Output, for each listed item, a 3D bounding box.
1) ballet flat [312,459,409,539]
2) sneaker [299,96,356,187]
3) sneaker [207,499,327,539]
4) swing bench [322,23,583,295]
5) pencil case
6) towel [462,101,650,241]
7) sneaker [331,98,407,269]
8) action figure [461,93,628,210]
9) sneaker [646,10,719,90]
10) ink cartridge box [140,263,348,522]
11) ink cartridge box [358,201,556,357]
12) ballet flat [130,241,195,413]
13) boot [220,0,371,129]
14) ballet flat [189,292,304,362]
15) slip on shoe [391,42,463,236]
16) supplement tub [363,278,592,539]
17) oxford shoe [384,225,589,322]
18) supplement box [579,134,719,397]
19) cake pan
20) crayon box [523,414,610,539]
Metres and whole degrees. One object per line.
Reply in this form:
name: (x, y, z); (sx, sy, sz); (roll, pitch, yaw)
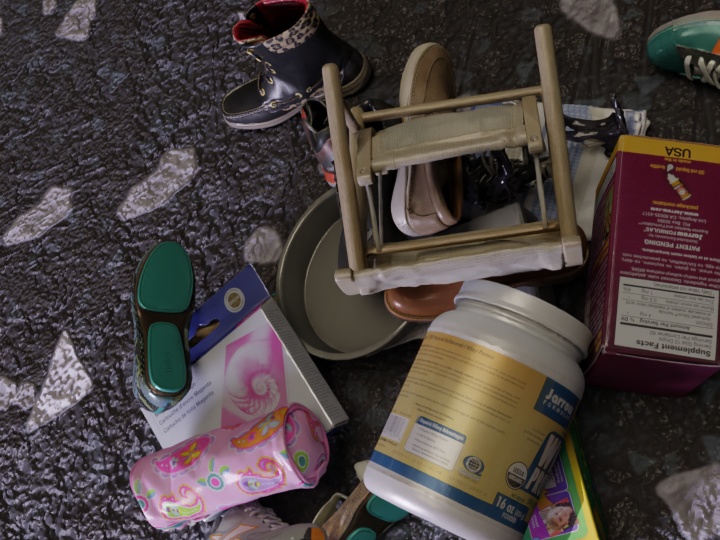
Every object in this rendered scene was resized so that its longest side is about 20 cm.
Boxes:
ballet flat: (0.003, 0.230, 0.988); (0.200, 0.068, 0.067); (-46, 42, 1)
sneaker: (-0.030, -0.167, 1.119); (0.077, 0.082, 0.200); (-31, 28, 4)
sneaker: (-0.102, 0.261, 0.987); (0.200, 0.076, 0.092); (-30, 46, 44)
swing bench: (0.081, -0.081, 0.868); (0.198, 0.130, 0.201); (-7, 78, 11)
pencil case: (-0.129, 0.196, 0.985); (0.199, 0.087, 0.088); (-23, 61, 23)
towel: (0.191, -0.109, 1.058); (0.199, 0.024, 0.147); (11, 77, 31)
sneaker: (0.003, -0.077, 0.997); (0.076, 0.091, 0.201); (-2, 72, 36)
action figure: (0.163, -0.125, 0.999); (0.199, 0.119, 0.102); (-18, 104, 18)
sneaker: (0.375, -0.199, 0.975); (0.199, 0.071, 0.080); (7, 69, 27)
ink cartridge box: (-0.140, 0.129, 1.056); (0.196, 0.043, 0.200); (-40, 76, 22)
ink cartridge box: (0.094, 0.018, 1.032); (0.200, 0.050, 0.109); (-22, 61, 28)
ballet flat: (-0.215, 0.062, 1.069); (0.074, 0.074, 0.201); (-19, 49, 19)
boot: (-0.104, -0.244, 1.182); (0.199, 0.151, 0.073); (-12, 65, 22)
ballet flat: (-0.152, 0.087, 1.117); (0.200, 0.069, 0.063); (-26, 56, 15)
slip on shoe: (0.076, -0.132, 0.983); (0.060, 0.076, 0.201); (-7, 65, 42)
supplement tub: (0.104, 0.123, 0.861); (0.144, 0.145, 0.201); (20, 79, 31)
oxford shoe: (0.113, -0.008, 0.936); (0.199, 0.071, 0.072); (-19, 66, 5)
supplement box: (0.263, -0.001, 0.899); (0.103, 0.131, 0.201); (8, 73, 5)
cake pan: (0.000, 0.000, 1.050); (0.200, 0.037, 0.201); (-14, 64, 31)
crayon box: (0.149, 0.182, 0.936); (0.118, 0.058, 0.201); (-20, 62, 18)
